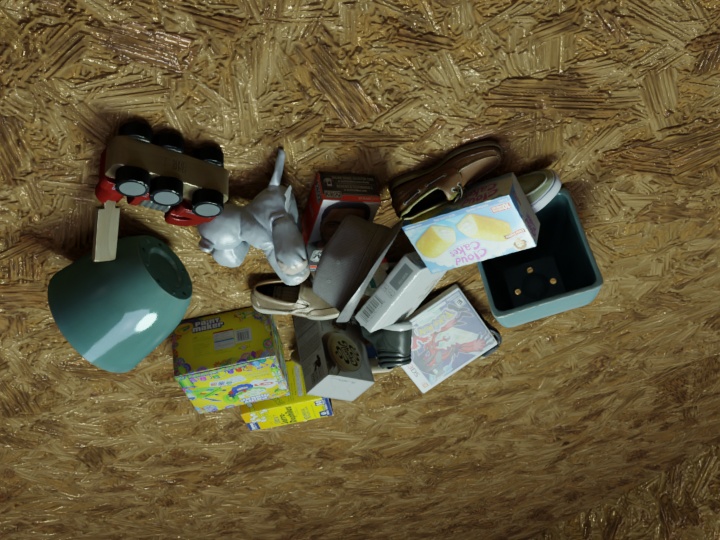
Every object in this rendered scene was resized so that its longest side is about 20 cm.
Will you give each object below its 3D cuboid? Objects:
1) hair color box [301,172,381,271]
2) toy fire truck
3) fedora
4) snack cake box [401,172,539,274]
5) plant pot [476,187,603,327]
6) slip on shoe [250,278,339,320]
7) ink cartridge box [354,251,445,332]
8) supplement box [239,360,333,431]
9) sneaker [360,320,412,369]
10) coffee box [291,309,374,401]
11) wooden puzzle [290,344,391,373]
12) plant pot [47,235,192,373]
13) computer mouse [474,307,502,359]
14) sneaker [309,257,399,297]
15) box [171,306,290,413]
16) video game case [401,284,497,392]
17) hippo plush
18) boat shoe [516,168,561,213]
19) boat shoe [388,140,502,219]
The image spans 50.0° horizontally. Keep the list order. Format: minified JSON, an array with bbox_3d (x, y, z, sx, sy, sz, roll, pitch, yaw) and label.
[{"bbox_3d":[-0.044,-0.076,1.303,0.101,0.062,0.200,1,145,-18],"label":"hair color box"},{"bbox_3d":[-0.312,-0.098,1.138,0.175,0.130,0.200,14,150,-36],"label":"toy fire truck"},{"bbox_3d":[-0.016,-0.018,1.233,0.090,0.177,0.201,28,117,-1],"label":"fedora"},{"bbox_3d":[0.186,-0.076,1.300,0.199,0.067,0.115,-16,124,31],"label":"snack cake box"},{"bbox_3d":[0.321,0.001,1.436,0.195,0.197,0.200,-17,156,8],"label":"plant pot"},{"bbox_3d":[-0.107,0.046,1.451,0.198,0.077,0.061,4,152,-2],"label":"slip on shoe"},{"bbox_3d":[0.091,0.030,1.462,0.160,0.047,0.200,-53,164,23],"label":"ink cartridge box"},{"bbox_3d":[-0.172,0.282,1.767,0.199,0.110,0.109,-11,148,-1],"label":"supplement box"},{"bbox_3d":[0.036,0.147,1.569,0.070,0.100,0.200,-5,-175,-33],"label":"sneaker"},{"bbox_3d":[-0.057,0.143,1.506,0.113,0.201,0.080,16,135,-36],"label":"coffee box"},{"bbox_3d":[-0.043,0.179,1.640,0.184,0.047,0.200,-2,-175,-16],"label":"wooden puzzle"},{"bbox_3d":[-0.373,0.038,1.254,0.161,0.201,0.200,-35,143,14],"label":"plant pot"},{"bbox_3d":[0.222,0.163,1.755,0.140,0.046,0.200,38,118,-21],"label":"computer mouse"},{"bbox_3d":[0.001,0.000,1.440,0.199,0.071,0.094,8,131,-33],"label":"sneaker"},{"bbox_3d":[-0.261,0.184,1.574,0.199,0.123,0.193,-11,148,-3],"label":"box"},{"bbox_3d":[0.168,0.149,1.649,0.199,0.023,0.182,-35,119,6],"label":"video game case"},{"bbox_3d":[-0.171,-0.052,1.205,0.160,0.160,0.200,-12,148,-2],"label":"hippo plush"},{"bbox_3d":[0.245,-0.121,1.325,0.199,0.072,0.062,-28,138,25],"label":"boat shoe"},{"bbox_3d":[0.144,-0.140,1.260,0.199,0.068,0.072,-25,144,17],"label":"boat shoe"}]
